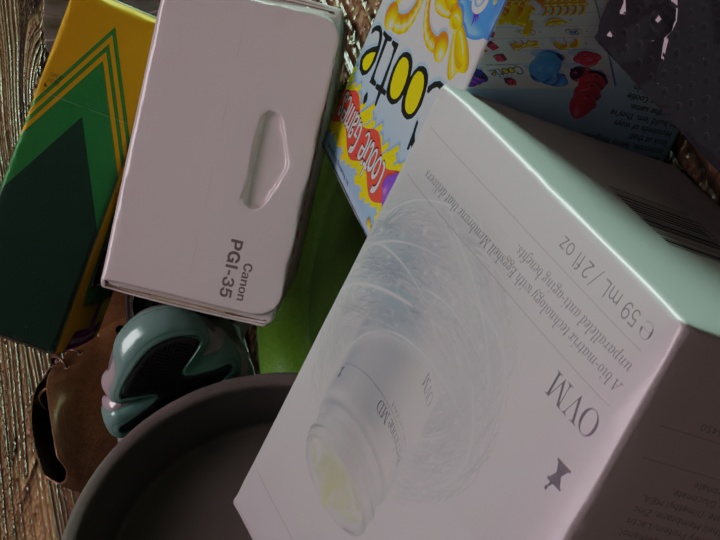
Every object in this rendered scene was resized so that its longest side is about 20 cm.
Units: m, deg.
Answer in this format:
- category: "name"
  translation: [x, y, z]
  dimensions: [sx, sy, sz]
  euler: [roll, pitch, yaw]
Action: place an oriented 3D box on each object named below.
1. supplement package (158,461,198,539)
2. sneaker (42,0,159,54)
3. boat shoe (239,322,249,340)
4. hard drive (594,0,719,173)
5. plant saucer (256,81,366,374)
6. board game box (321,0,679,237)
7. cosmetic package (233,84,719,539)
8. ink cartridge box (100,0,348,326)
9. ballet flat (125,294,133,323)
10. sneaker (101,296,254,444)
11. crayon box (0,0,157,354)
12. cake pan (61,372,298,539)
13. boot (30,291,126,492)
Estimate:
- category: "supplement package"
  translation: [-0.084, 0.194, 1.019]
  dimensions: [0.200, 0.117, 0.118]
  euler: [-46, 43, 49]
- category: "sneaker"
  translation: [-0.157, -0.151, 1.253]
  dimensions: [0.200, 0.076, 0.081]
  euler: [79, -178, -46]
- category: "boat shoe"
  translation: [-0.112, -0.030, 1.166]
  dimensions: [0.093, 0.075, 0.200]
  euler: [0, 71, 30]
- category: "hard drive"
  translation: [0.168, -0.128, 0.669]
  dimensions: [0.135, 0.042, 0.200]
  euler: [55, 129, 40]
- category: "plant saucer"
  translation: [0.000, 0.000, 1.011]
  dimensions: [0.200, 0.031, 0.200]
  euler: [-35, 51, 57]
- category: "board game box"
  translation: [0.076, -0.100, 0.805]
  dimensions: [0.200, 0.105, 0.103]
  euler: [-66, 29, 27]
- category: "cosmetic package"
  translation: [0.068, 0.070, 0.715]
  dimensions: [0.200, 0.123, 0.199]
  euler: [-64, 30, 17]
- category: "ink cartridge box"
  translation: [-0.059, -0.062, 0.942]
  dimensions: [0.200, 0.083, 0.147]
  euler: [-80, 3, -85]
- category: "ballet flat"
  translation: [-0.116, 0.002, 1.218]
  dimensions: [0.073, 0.073, 0.200]
  euler: [-47, 48, 49]
- category: "sneaker"
  translation: [-0.100, 0.036, 1.007]
  dimensions: [0.200, 0.078, 0.140]
  euler: [78, 171, -59]
- category: "crayon box"
  translation: [-0.145, -0.049, 1.033]
  dimensions: [0.200, 0.058, 0.173]
  euler: [-168, 97, -88]
- category: "cake pan"
  translation: [-0.038, 0.146, 0.886]
  dimensions: [0.037, 0.200, 0.201]
  euler: [75, -169, -65]
- category: "boot"
  translation: [-0.182, 0.063, 1.312]
  dimensions: [0.074, 0.075, 0.200]
  euler: [123, 147, -43]
